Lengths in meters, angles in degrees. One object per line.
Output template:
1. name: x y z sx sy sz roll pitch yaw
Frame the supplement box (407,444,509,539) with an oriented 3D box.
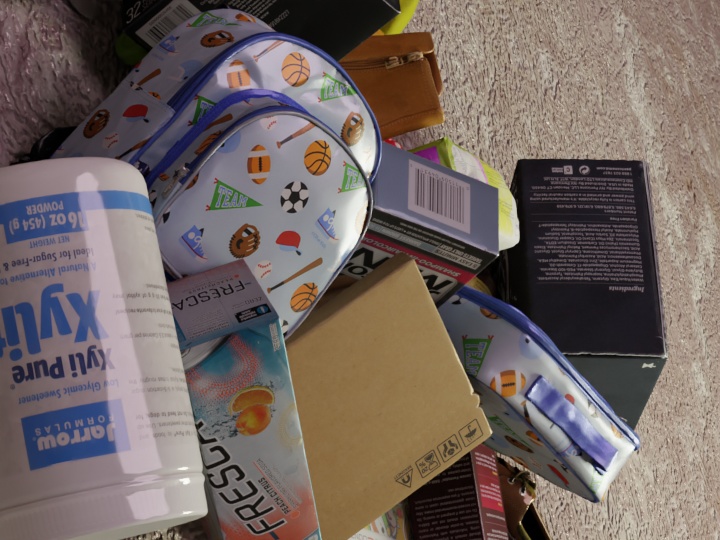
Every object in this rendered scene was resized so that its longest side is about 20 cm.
1. supplement box: 0.077 0.186 1.601 0.109 0.061 0.201 35 44 -72

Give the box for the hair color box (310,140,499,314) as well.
1. hair color box: 0.000 0.000 1.384 0.099 0.200 0.061 21 51 -23

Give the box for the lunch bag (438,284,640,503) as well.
1. lunch bag: 0.113 0.085 1.468 0.076 0.160 0.200 -54 128 -10

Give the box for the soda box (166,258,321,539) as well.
1. soda box: -0.073 0.096 1.215 0.068 0.063 0.201 -125 -160 -50

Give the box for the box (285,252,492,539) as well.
1. box: -0.020 0.103 1.326 0.021 0.200 0.164 38 -22 53

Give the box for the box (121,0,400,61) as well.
1. box: -0.073 -0.226 1.393 0.124 0.148 0.200 39 27 -32

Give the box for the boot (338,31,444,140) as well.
1. boot: -0.017 -0.155 1.491 0.071 0.143 0.202 76 -3 -46

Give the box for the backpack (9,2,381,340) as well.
1. backpack: -0.082 -0.061 1.256 0.191 0.154 0.200 -57 136 -11

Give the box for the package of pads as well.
1. package of pads: 0.030 -0.038 1.518 0.200 0.154 0.069 19 54 -74

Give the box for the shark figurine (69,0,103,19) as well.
1. shark figurine: -0.173 -0.258 1.338 0.128 0.089 0.215 41 41 -53

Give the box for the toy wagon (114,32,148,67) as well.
1. toy wagon: -0.117 -0.106 1.417 0.155 0.039 0.201 52 32 -41

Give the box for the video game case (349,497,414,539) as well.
1. video game case: -0.014 0.125 1.518 0.182 0.023 0.201 30 49 -58

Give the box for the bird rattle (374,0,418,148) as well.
1. bird rattle: -0.008 -0.153 1.607 0.163 0.112 0.201 48 42 -73

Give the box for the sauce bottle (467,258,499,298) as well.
1. sauce bottle: 0.083 0.032 1.740 0.200 0.066 0.066 -62 131 -65

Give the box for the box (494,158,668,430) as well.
1. box: 0.188 0.035 1.794 0.200 0.123 0.197 99 -11 -59

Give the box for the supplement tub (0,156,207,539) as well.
1. supplement tub: -0.164 0.049 1.106 0.132 0.131 0.201 6 68 -64

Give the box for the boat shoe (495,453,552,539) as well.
1. boat shoe: 0.119 0.190 1.711 0.201 0.068 0.072 65 27 -16
